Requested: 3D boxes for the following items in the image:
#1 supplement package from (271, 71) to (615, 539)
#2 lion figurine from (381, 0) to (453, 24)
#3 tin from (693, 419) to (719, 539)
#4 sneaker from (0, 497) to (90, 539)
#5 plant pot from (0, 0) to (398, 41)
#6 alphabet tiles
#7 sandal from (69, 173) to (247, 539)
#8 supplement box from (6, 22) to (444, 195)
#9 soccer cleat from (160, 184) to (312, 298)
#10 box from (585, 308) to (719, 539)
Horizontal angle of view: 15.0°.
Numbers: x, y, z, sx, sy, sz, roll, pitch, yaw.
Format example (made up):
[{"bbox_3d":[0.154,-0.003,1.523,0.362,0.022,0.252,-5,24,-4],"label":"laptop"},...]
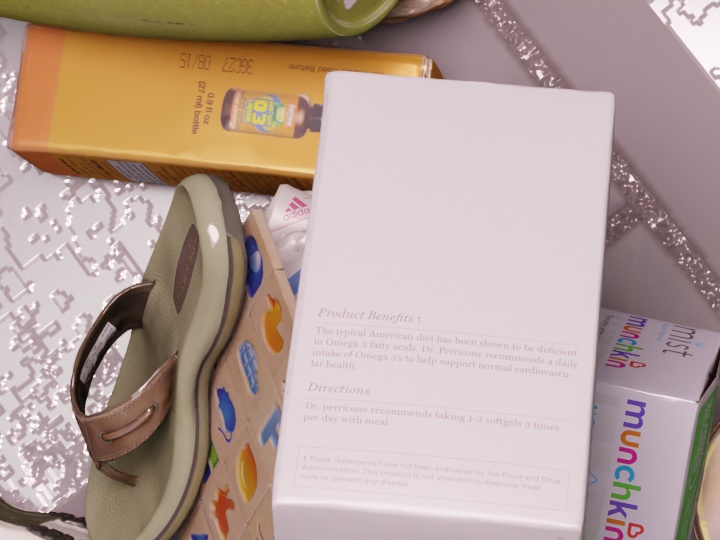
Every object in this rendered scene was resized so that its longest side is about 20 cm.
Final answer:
[{"bbox_3d":[0.034,0.036,1.072,0.117,0.117,0.200,5,57,5],"label":"supplement package"},{"bbox_3d":[0.046,-0.214,1.308,0.122,0.072,0.200,-4,69,18],"label":"lion figurine"},{"bbox_3d":[0.233,0.069,1.247,0.112,0.042,0.200,39,95,8],"label":"tin"},{"bbox_3d":[-0.192,0.151,1.308,0.200,0.077,0.089,17,97,15],"label":"sneaker"},{"bbox_3d":[-0.075,-0.177,1.235,0.200,0.187,0.187,23,88,27],"label":"plant pot"},{"bbox_3d":[-0.053,0.075,1.210,0.008,0.167,0.200,-3,55,-28],"label":"alphabet tiles"},{"bbox_3d":[-0.101,0.042,1.226,0.080,0.057,0.201,54,138,46],"label":"sandal"},{"bbox_3d":[-0.062,-0.073,1.305,0.200,0.069,0.067,6,80,13],"label":"supplement box"},{"bbox_3d":[0.000,0.000,1.271,0.200,0.070,0.086,-4,123,11],"label":"soccer cleat"},{"bbox_3d":[0.057,0.115,1.218,0.176,0.097,0.200,13,110,12],"label":"box"}]
